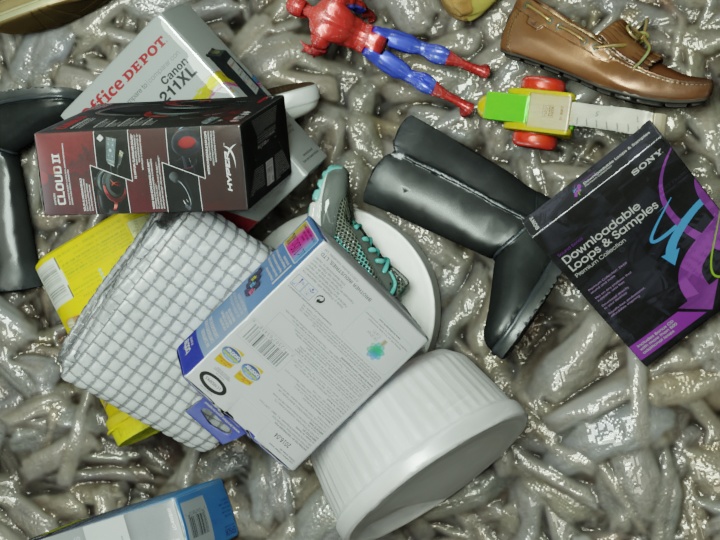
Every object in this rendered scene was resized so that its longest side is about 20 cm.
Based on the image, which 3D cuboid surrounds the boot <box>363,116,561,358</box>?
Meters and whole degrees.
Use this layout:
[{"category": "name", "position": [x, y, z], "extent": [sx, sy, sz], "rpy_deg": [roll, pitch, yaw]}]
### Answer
[{"category": "boot", "position": [0.090, -0.032, 1.395], "extent": [0.200, 0.066, 0.165], "rpy_deg": [31, 67, 7]}]

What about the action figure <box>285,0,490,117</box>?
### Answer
[{"category": "action figure", "position": [0.017, -0.214, 1.444], "extent": [0.200, 0.099, 0.065], "rpy_deg": [25, 93, -11]}]

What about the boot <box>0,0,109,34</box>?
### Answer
[{"category": "boot", "position": [-0.301, -0.338, 1.504], "extent": [0.200, 0.073, 0.156], "rpy_deg": [-25, 85, 10]}]

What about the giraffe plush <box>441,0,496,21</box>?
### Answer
[{"category": "giraffe plush", "position": [0.105, -0.321, 1.365], "extent": [0.199, 0.162, 0.173], "rpy_deg": [11, 92, 13]}]

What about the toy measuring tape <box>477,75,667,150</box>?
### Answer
[{"category": "toy measuring tape", "position": [0.198, -0.140, 1.379], "extent": [0.200, 0.074, 0.074], "rpy_deg": [11, 93, 35]}]

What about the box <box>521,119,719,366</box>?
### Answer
[{"category": "box", "position": [0.256, -0.020, 1.338], "extent": [0.143, 0.036, 0.200], "rpy_deg": [-39, 121, 11]}]

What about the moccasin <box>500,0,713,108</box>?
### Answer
[{"category": "moccasin", "position": [0.231, -0.204, 1.388], "extent": [0.201, 0.074, 0.078], "rpy_deg": [25, 104, 21]}]

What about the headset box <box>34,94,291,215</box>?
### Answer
[{"category": "headset box", "position": [-0.174, -0.099, 1.285], "extent": [0.199, 0.149, 0.075], "rpy_deg": [-1, 105, 13]}]

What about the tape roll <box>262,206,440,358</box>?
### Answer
[{"category": "tape roll", "position": [-0.022, 0.039, 1.461], "extent": [0.202, 0.037, 0.203], "rpy_deg": [0, 90, 13]}]

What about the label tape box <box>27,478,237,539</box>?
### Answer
[{"category": "label tape box", "position": [-0.237, 0.265, 1.456], "extent": [0.200, 0.143, 0.066], "rpy_deg": [-20, 85, 12]}]

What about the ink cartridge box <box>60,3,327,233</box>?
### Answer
[{"category": "ink cartridge box", "position": [-0.155, -0.124, 1.397], "extent": [0.146, 0.083, 0.200], "rpy_deg": [-42, 94, 20]}]

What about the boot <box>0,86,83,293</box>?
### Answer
[{"category": "boot", "position": [-0.345, -0.078, 1.518], "extent": [0.164, 0.066, 0.201], "rpy_deg": [-6, 86, 21]}]

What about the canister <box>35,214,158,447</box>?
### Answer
[{"category": "canister", "position": [-0.216, 0.051, 1.481], "extent": [0.148, 0.087, 0.200], "rpy_deg": [-29, 83, 11]}]

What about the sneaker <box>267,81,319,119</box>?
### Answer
[{"category": "sneaker", "position": [-0.121, -0.121, 1.474], "extent": [0.200, 0.073, 0.085], "rpy_deg": [-21, 102, 16]}]

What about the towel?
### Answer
[{"category": "towel", "position": [-0.153, 0.043, 1.349], "extent": [0.165, 0.086, 0.200], "rpy_deg": [33, 99, -22]}]

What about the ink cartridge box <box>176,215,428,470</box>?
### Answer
[{"category": "ink cartridge box", "position": [-0.063, 0.074, 1.293], "extent": [0.200, 0.076, 0.136], "rpy_deg": [-45, 110, 3]}]

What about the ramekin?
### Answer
[{"category": "ramekin", "position": [0.045, 0.156, 1.371], "extent": [0.202, 0.202, 0.094], "rpy_deg": [-39, 71, 10]}]

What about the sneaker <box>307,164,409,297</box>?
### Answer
[{"category": "sneaker", "position": [0.000, 0.000, 1.405], "extent": [0.091, 0.078, 0.201], "rpy_deg": [-3, 98, 8]}]
